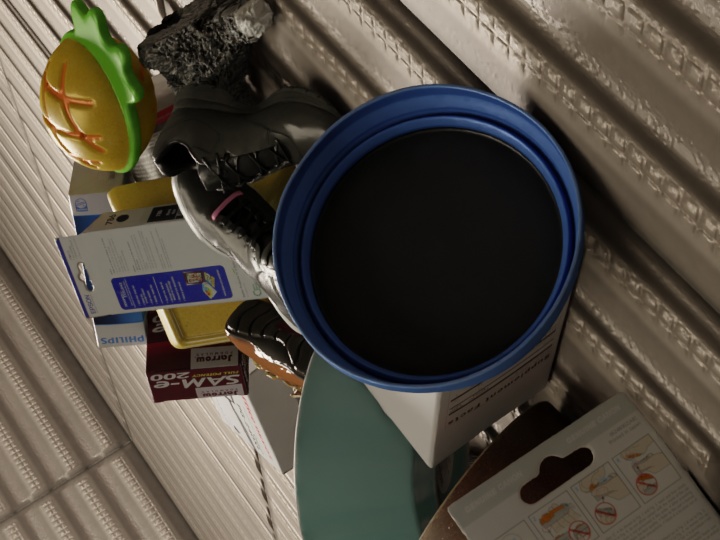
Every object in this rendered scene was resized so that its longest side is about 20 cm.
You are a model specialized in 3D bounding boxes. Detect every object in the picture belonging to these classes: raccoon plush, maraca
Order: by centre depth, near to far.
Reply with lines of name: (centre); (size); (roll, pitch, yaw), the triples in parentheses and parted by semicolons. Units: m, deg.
raccoon plush: (-0.121, -0.167, 1.318); (0.135, 0.096, 0.200); (58, 164, -23)
maraca: (-0.244, -0.169, 1.378); (0.138, 0.107, 0.200); (51, 153, 11)

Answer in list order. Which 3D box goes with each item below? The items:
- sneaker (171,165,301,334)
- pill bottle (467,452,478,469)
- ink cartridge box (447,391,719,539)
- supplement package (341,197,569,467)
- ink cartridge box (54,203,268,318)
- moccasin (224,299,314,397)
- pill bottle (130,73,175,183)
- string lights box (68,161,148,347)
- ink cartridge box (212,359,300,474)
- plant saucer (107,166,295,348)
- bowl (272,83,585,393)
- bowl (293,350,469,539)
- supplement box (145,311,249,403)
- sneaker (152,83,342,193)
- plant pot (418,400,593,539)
sneaker: (-0.083, -0.031, 1.284); (0.200, 0.071, 0.099); (48, 161, -2)
pill bottle: (0.082, 0.220, 1.318); (0.200, 0.116, 0.117); (20, 138, 63)
ink cartridge box: (0.172, 0.206, 0.978); (0.201, 0.159, 0.047); (54, 161, 17)
supplement package: (0.066, 0.026, 1.049); (0.122, 0.119, 0.201); (50, 160, 24)
ink cartridge box: (-0.183, -0.013, 1.396); (0.039, 0.197, 0.100); (-79, -21, -54)
moccasin: (-0.049, 0.086, 1.375); (0.200, 0.074, 0.078); (11, 147, 46)
pill bottle: (-0.180, -0.102, 1.535); (0.110, 0.110, 0.202); (22, 139, 62)
string lights box: (-0.266, -0.027, 1.579); (0.103, 0.058, 0.202); (-95, 2, -54)
ink cartridge box: (-0.128, 0.145, 1.830); (0.200, 0.083, 0.146); (28, 144, 59)
plant saucer: (-0.135, -0.003, 1.449); (0.049, 0.198, 0.202); (-76, -28, -54)
bowl: (0.044, -0.018, 0.926); (0.201, 0.200, 0.039); (51, 180, 25)
bowl: (0.026, 0.143, 1.190); (0.104, 0.202, 0.202); (1, 134, 17)
supplement box: (-0.180, 0.045, 1.631); (0.061, 0.107, 0.202); (82, -177, -52)
sneaker: (-0.093, -0.104, 1.252); (0.198, 0.091, 0.076); (4, 141, 35)
plant pot: (0.159, 0.231, 1.065); (0.199, 0.187, 0.188); (37, 155, 20)
